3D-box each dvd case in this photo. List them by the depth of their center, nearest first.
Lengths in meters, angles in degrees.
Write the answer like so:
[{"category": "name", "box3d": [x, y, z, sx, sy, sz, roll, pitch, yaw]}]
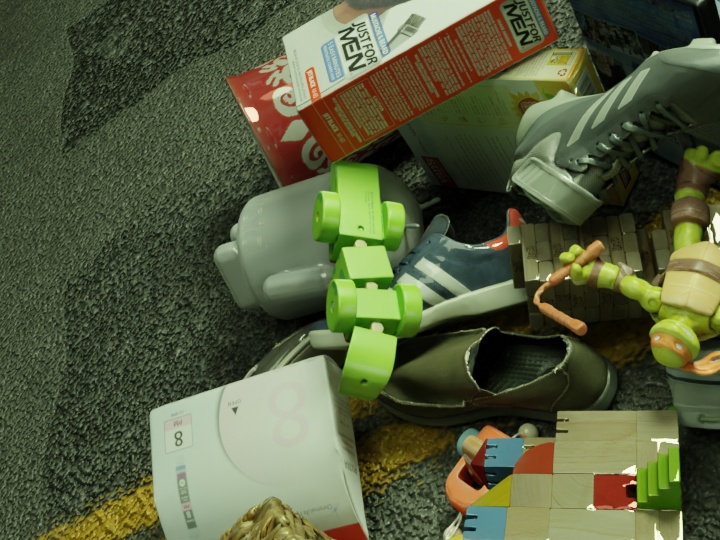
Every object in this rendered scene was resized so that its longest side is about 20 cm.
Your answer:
[{"category": "dvd case", "box3d": [0.220, -0.141, 0.771, 0.018, 0.201, 0.142, -43, 43, -7]}]

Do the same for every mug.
[{"category": "mug", "box3d": [-0.018, -0.179, 1.019, 0.198, 0.134, 0.178, -28, 36, -2]}]

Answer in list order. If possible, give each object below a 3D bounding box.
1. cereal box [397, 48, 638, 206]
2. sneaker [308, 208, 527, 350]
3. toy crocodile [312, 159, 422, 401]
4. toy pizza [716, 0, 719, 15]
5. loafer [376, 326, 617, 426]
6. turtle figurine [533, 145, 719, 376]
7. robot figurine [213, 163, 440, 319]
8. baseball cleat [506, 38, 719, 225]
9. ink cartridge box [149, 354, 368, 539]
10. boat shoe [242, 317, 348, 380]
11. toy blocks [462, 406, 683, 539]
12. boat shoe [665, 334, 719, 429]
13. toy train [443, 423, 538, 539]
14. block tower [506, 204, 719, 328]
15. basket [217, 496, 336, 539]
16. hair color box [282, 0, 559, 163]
[{"category": "cereal box", "box3d": [0.115, -0.120, 0.873, 0.198, 0.144, 0.040, 12, 61, 40]}, {"category": "sneaker", "box3d": [0.048, 0.006, 0.839, 0.197, 0.075, 0.086, -17, 84, 5]}, {"category": "toy crocodile", "box3d": [0.000, 0.000, 0.795, 0.066, 0.062, 0.202, 3, 55, -18]}, {"category": "toy pizza", "box3d": [0.319, -0.199, 0.874, 0.198, 0.032, 0.202, -20, 47, 23]}, {"category": "loafer", "box3d": [0.089, 0.069, 0.789, 0.198, 0.070, 0.076, -6, 52, 32]}, {"category": "turtle figurine", "box3d": [0.222, 0.005, 0.660, 0.198, 0.065, 0.162, 14, 59, 33]}, {"category": "robot figurine", "box3d": [-0.028, -0.025, 0.918, 0.198, 0.114, 0.170, -15, 29, 24]}, {"category": "baseball cleat", "box3d": [0.177, -0.083, 0.703, 0.199, 0.069, 0.108, -15, 52, 57]}, {"category": "ink cartridge box", "box3d": [-0.075, 0.182, 0.784, 0.161, 0.057, 0.203, -18, 60, 19]}, {"category": "boat shoe", "box3d": [-0.088, 0.112, 0.884, 0.057, 0.067, 0.201, 32, 81, 41]}, {"category": "toy blocks", "box3d": [0.124, 0.158, 0.633, 0.135, 0.101, 0.201, -3, 40, 17]}, {"category": "boat shoe", "box3d": [0.288, 0.073, 0.651, 0.198, 0.068, 0.073, 3, 19, 40]}, {"category": "toy train", "box3d": [0.103, 0.183, 0.696, 0.150, 0.056, 0.199, -47, 43, -7]}, {"category": "block tower", "box3d": [0.204, -0.005, 0.740, 0.197, 0.054, 0.058, -5, 50, 10]}, {"category": "basket", "box3d": [-0.060, 0.277, 0.701, 0.201, 0.149, 0.143, -52, 20, -2]}, {"category": "hair color box", "box3d": [0.041, -0.181, 0.824, 0.198, 0.064, 0.112, -27, 41, 11]}]
